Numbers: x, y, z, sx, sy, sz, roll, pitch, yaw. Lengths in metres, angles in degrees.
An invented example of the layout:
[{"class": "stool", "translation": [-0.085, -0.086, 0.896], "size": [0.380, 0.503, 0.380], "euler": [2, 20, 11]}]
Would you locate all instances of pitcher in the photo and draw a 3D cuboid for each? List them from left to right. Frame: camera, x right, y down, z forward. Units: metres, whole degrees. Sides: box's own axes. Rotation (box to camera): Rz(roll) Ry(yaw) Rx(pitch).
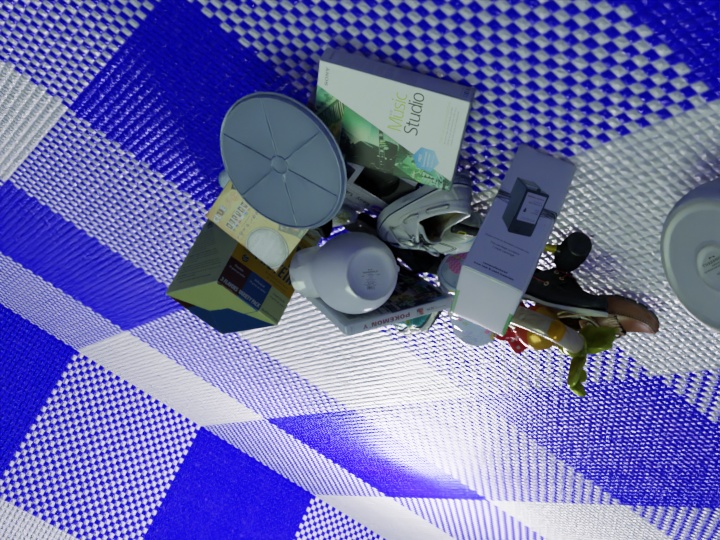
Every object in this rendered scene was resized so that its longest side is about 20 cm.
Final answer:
[{"class": "pitcher", "translation": [0.000, 0.000, 1.480], "size": [0.170, 0.122, 0.200], "euler": [-8, -176, -22]}]

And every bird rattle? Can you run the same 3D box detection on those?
[{"class": "bird rattle", "translation": [0.266, 0.082, 1.402], "size": [0.200, 0.113, 0.163], "euler": [34, 180, 39]}]

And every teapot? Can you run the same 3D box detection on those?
[{"class": "teapot", "translation": [0.458, -0.029, 1.109], "size": [0.200, 0.145, 0.199], "euler": [32, 137, 51]}]

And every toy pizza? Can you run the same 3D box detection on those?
[{"class": "toy pizza", "translation": [-0.101, -0.148, 1.294], "size": [0.199, 0.032, 0.201], "euler": [17, 129, 23]}]

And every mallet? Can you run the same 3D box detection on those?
[{"class": "mallet", "translation": [0.228, -0.044, 1.358], "size": [0.198, 0.041, 0.066], "euler": [15, 155, -11]}]

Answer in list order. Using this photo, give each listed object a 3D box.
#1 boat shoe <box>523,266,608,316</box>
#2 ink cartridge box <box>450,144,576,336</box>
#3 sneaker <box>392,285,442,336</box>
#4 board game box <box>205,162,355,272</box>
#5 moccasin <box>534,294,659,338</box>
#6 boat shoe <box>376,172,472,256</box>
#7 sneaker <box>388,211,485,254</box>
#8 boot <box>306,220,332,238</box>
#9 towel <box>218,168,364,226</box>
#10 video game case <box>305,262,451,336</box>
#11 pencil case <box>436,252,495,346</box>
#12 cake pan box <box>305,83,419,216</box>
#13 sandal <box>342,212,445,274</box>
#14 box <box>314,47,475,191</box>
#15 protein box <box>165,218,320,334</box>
[{"class": "boat shoe", "translation": [0.282, 0.025, 1.409], "size": [0.073, 0.064, 0.201], "euler": [15, -177, -36]}, {"class": "ink cartridge box", "translation": [0.199, -0.039, 1.259], "size": [0.084, 0.201, 0.146], "euler": [24, 155, 10]}, {"class": "sneaker", "translation": [0.095, 0.066, 1.711], "size": [0.080, 0.078, 0.200], "euler": [39, 153, -9]}, {"class": "board game box", "translation": [-0.117, -0.110, 1.371], "size": [0.135, 0.035, 0.200], "euler": [39, 122, -4]}, {"class": "moccasin", "translation": [0.355, 0.076, 1.474], "size": [0.200, 0.078, 0.074], "euler": [9, 153, 32]}, {"class": "boat shoe", "translation": [0.091, -0.060, 1.364], "size": [0.074, 0.087, 0.202], "euler": [10, 156, -34]}, {"class": "sneaker", "translation": [0.114, -0.055, 1.462], "size": [0.199, 0.072, 0.072], "euler": [5, 157, 43]}, {"class": "boot", "translation": [-0.103, -0.067, 1.495], "size": [0.131, 0.070, 0.200], "euler": [9, 170, 13]}, {"class": "towel", "translation": [-0.111, -0.121, 1.525], "size": [0.199, 0.048, 0.171], "euler": [24, 165, -24]}, {"class": "video game case", "translation": [0.023, 0.043, 1.554], "size": [0.200, 0.181, 0.023], "euler": [-144, 43, -63]}, {"class": "pencil case", "translation": [0.182, 0.047, 1.577], "size": [0.090, 0.084, 0.200], "euler": [-3, 148, 14]}, {"class": "cake pan box", "translation": [-0.004, -0.166, 1.378], "size": [0.199, 0.053, 0.184], "euler": [30, 157, -8]}, {"class": "sandal", "translation": [0.056, -0.031, 1.584], "size": [0.199, 0.048, 0.075], "euler": [26, 155, -1]}, {"class": "box", "translation": [0.037, -0.192, 1.239], "size": [0.199, 0.036, 0.145], "euler": [18, 134, 9]}, {"class": "protein box", "translation": [-0.200, -0.016, 1.672], "size": [0.135, 0.201, 0.198], "euler": [38, 152, -26]}]
